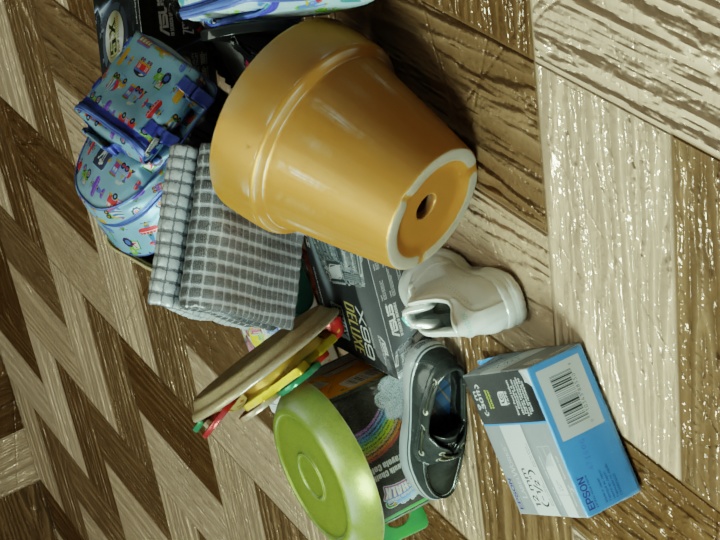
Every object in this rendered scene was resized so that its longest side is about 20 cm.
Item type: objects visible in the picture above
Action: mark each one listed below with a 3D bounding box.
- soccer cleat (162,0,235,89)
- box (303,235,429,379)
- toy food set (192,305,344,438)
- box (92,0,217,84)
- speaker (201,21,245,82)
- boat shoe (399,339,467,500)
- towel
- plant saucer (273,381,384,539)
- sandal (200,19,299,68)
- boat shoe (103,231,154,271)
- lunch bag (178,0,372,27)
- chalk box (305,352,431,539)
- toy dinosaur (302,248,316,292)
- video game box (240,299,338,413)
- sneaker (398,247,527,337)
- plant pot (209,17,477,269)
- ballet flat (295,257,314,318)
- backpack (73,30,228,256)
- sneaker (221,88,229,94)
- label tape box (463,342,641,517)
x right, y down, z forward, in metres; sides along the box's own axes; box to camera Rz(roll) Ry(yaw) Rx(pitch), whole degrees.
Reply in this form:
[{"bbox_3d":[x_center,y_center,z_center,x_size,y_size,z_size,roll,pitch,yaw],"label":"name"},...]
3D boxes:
[{"bbox_3d":[-0.142,-0.264,1.789,0.200,0.073,0.068,51,160,-8],"label":"soccer cleat"},{"bbox_3d":[0.000,0.000,1.741,0.158,0.050,0.200,25,134,59],"label":"box"},{"bbox_3d":[-0.099,0.108,1.746,0.200,0.198,0.049,-35,94,29],"label":"toy food set"},{"bbox_3d":[-0.239,-0.296,1.884,0.164,0.086,0.200,19,116,62],"label":"box"},{"bbox_3d":[-0.089,-0.203,1.701,0.200,0.081,0.081,61,158,11],"label":"speaker"},{"bbox_3d":[0.080,0.165,1.706,0.057,0.069,0.200,39,143,47],"label":"boat shoe"},{"bbox_3d":[-0.119,-0.029,1.626,0.085,0.200,0.166,2,83,28],"label":"towel"},{"bbox_3d":[-0.041,0.213,1.750,0.200,0.031,0.200,48,151,38],"label":"plant saucer"},{"bbox_3d":[-0.071,-0.200,1.536,0.075,0.200,0.045,-1,87,33],"label":"sandal"},{"bbox_3d":[-0.196,-0.011,1.843,0.066,0.200,0.074,-75,11,-54],"label":"boat shoe"},{"bbox_3d":[-0.077,-0.268,1.491,0.200,0.161,0.083,6,103,64],"label":"lunch bag"},{"bbox_3d":[0.015,0.200,1.810,0.124,0.125,0.200,13,123,63],"label":"chalk box"},{"bbox_3d":[-0.132,-0.031,1.879,0.181,0.105,0.200,18,161,12],"label":"toy dinosaur"},{"bbox_3d":[-0.090,0.091,2.044,0.200,0.047,0.182,-2,112,66],"label":"video game box"},{"bbox_3d":[0.070,0.029,1.562,0.200,0.088,0.075,7,120,65],"label":"sneaker"},{"bbox_3d":[-0.002,-0.099,1.491,0.183,0.200,0.200,33,144,27],"label":"plant pot"},{"bbox_3d":[-0.107,-0.035,1.794,0.072,0.072,0.200,31,141,54],"label":"ballet flat"},{"bbox_3d":[-0.224,-0.126,1.735,0.135,0.200,0.183,38,-177,-44],"label":"backpack"},{"bbox_3d":[-0.130,-0.145,1.856,0.200,0.075,0.090,35,148,51],"label":"sneaker"},{"bbox_3d":[0.158,0.149,1.516,0.143,0.066,0.200,67,156,-2],"label":"label tape box"}]
